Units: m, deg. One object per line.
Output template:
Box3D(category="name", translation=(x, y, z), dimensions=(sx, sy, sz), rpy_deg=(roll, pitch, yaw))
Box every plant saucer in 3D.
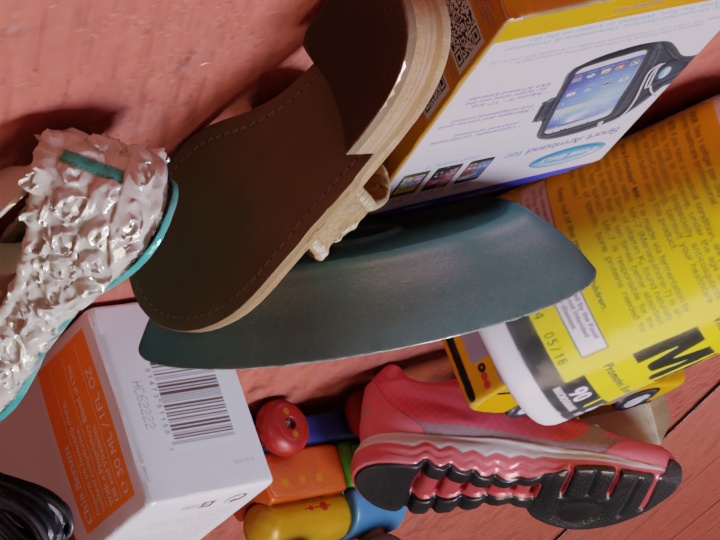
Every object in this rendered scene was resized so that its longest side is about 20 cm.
Box3D(category="plant saucer", translation=(0.000, 0.000, 1.028), dimensions=(0.199, 0.036, 0.200), rpy_deg=(-10, -170, 2))

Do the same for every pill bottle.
Box3D(category="pill bottle", translation=(0.153, -0.015, 1.137), dimensions=(0.199, 0.115, 0.114), rpy_deg=(-25, 163, 14))

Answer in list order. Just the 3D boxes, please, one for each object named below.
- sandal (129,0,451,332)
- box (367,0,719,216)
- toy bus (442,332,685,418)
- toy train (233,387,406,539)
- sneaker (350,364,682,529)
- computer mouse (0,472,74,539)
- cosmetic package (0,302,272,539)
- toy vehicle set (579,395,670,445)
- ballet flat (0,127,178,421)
Box3D(category="sandal", translation=(-0.011, -0.039, 0.925), dimensions=(0.069, 0.078, 0.212), rpy_deg=(-1, 150, -36))
Box3D(category="box", translation=(0.070, -0.080, 0.963), dimensions=(0.119, 0.042, 0.200), rpy_deg=(-14, 165, -23))
Box3D(category="toy bus", translation=(0.124, 0.037, 1.357), dimensions=(0.078, 0.065, 0.200), rpy_deg=(-34, 158, 35))
Box3D(category="toy train", translation=(-0.053, 0.141, 1.381), dimensions=(0.200, 0.116, 0.085), rpy_deg=(-5, 157, -43))
Box3D(category="sneaker", translation=(0.093, 0.094, 1.397), dimensions=(0.199, 0.087, 0.074), rpy_deg=(7, 147, -13))
Box3D(category="computer mouse", translation=(-0.176, 0.163, 1.161), dimensions=(0.046, 0.140, 0.201), rpy_deg=(-32, 135, -44))
Box3D(category="cosmetic package", translation=(-0.131, 0.099, 1.180), dimensions=(0.071, 0.102, 0.200), rpy_deg=(-8, 159, -35))
Box3D(category="toy vehicle set", translation=(0.094, 0.111, 1.513), dimensions=(0.199, 0.027, 0.124), rpy_deg=(-14, -179, 12))
Box3D(category="ballet flat", translation=(-0.139, -0.001, 0.943), dimensions=(0.072, 0.072, 0.200), rpy_deg=(-8, 157, -37))
